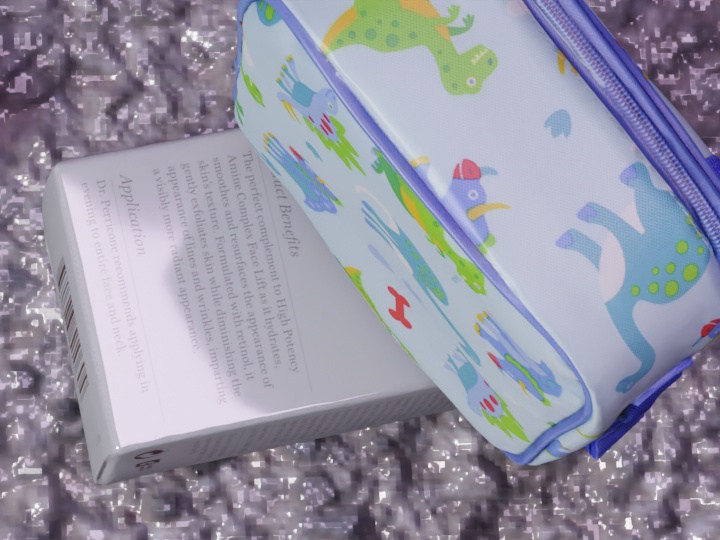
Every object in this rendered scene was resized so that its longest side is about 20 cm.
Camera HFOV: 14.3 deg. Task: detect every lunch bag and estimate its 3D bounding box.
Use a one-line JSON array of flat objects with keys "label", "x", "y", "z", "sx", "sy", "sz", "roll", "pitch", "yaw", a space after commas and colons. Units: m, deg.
[{"label": "lunch bag", "x": 0.037, "y": -0.023, "z": 0.833, "sx": 0.082, "sy": 0.200, "sz": 0.161, "roll": -37, "pitch": 84, "yaw": -8}]

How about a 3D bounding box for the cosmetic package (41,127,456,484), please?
[{"label": "cosmetic package", "x": 0.000, "y": 0.000, "z": 0.963, "sx": 0.199, "sy": 0.074, "sz": 0.102, "roll": -10, "pitch": 79, "yaw": -12}]
